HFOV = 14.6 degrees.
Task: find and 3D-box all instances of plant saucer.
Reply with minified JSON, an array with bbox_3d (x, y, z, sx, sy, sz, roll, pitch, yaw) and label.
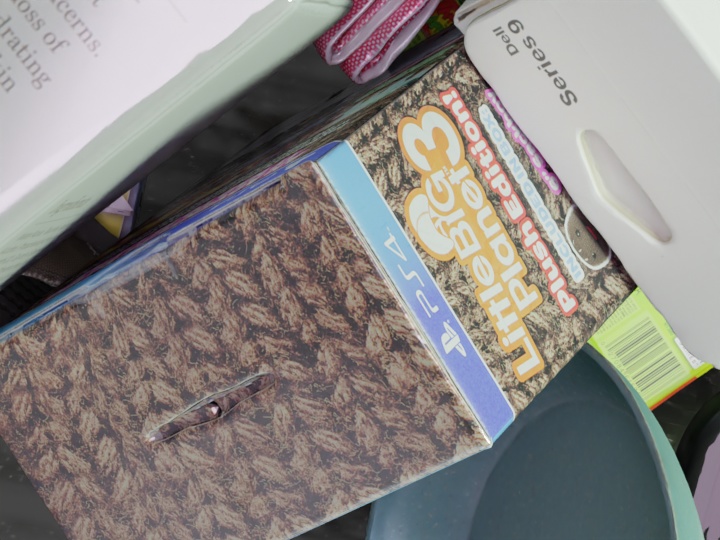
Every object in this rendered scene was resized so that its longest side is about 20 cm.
[{"bbox_3d":[0.063,0.118,0.967,0.036,0.200,0.200,7,94,-30],"label":"plant saucer"}]

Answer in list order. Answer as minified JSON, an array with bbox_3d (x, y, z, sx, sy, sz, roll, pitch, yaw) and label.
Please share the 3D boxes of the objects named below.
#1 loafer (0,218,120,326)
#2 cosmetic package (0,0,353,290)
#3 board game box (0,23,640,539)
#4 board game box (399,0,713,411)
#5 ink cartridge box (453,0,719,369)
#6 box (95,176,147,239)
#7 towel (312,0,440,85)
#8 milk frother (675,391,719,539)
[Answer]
[{"bbox_3d":[-0.093,0.030,0.976,0.200,0.070,0.075,34,127,-20],"label":"loafer"},{"bbox_3d":[-0.133,-0.081,0.827,0.200,0.166,0.167,-37,90,7],"label":"cosmetic package"},{"bbox_3d":[0.000,0.000,0.905,0.159,0.200,0.097,-28,98,37],"label":"board game box"},{"bbox_3d":[0.082,-0.058,1.016,0.102,0.048,0.200,-34,95,-1],"label":"board game box"},{"bbox_3d":[0.143,-0.087,0.889,0.145,0.087,0.200,52,54,-11],"label":"ink cartridge box"},{"bbox_3d":[-0.168,-0.086,1.004,0.200,0.038,0.137,11,93,-4],"label":"box"},{"bbox_3d":[-0.003,-0.169,0.955,0.146,0.030,0.200,-45,52,6],"label":"towel"},{"bbox_3d":[0.198,0.130,0.952,0.180,0.200,0.188,17,93,-20],"label":"milk frother"}]
